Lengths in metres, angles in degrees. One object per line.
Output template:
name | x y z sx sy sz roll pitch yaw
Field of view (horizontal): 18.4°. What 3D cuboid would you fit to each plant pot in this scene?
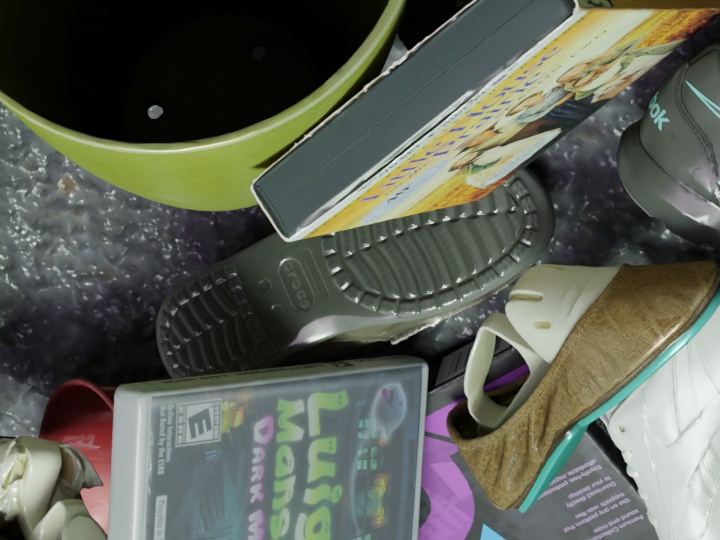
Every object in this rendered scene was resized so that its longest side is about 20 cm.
plant pot | -0.064 -0.101 0.901 0.185 0.189 0.200 12 164 7

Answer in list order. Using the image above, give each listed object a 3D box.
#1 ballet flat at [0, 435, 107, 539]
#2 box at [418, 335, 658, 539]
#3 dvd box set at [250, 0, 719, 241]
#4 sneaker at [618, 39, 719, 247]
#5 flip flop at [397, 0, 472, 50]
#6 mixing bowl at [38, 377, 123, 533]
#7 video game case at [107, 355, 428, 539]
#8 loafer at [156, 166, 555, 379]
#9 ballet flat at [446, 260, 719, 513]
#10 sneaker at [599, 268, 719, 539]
ballet flat | -0.145 0.123 1.043 0.067 0.200 0.069 -1 125 -35
box | 0.085 0.128 1.119 0.142 0.036 0.200 -30 113 31
dvd box set | 0.057 -0.071 0.877 0.146 0.200 0.030 -38 81 22
sneaker | 0.210 -0.028 0.938 0.199 0.076 0.080 25 124 -4
flip flop | 0.048 -0.179 0.904 0.080 0.058 0.202 2 110 20
mixing bowl | -0.079 0.144 1.105 0.107 0.201 0.201 -10 133 -27
video game case | -0.041 0.144 1.008 0.023 0.181 0.202 10 99 43
loafer | 0.000 0.000 1.041 0.198 0.070 0.076 -20 81 17
ballet flat | 0.088 0.040 0.984 0.072 0.068 0.200 40 146 4
sneaker | 0.158 0.088 1.047 0.099 0.075 0.202 11 112 16
